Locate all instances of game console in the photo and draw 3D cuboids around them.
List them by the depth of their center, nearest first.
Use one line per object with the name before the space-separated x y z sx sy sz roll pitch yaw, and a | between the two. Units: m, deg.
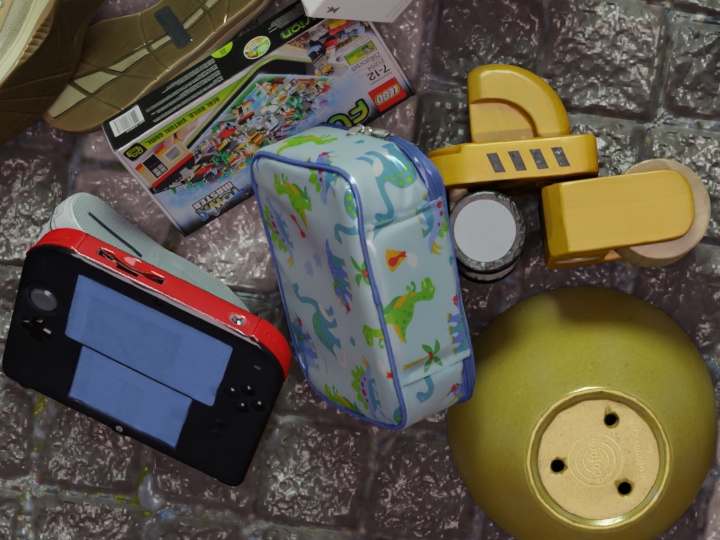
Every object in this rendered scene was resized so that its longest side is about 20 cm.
game console | -0.154 0.064 1.504 0.200 0.031 0.177 26 136 2

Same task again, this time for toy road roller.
toy road roller | 0.139 -0.072 1.492 0.199 0.123 0.147 -5 86 3

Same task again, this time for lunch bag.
lunch bag | 0.000 0.000 1.472 0.082 0.161 0.201 -23 110 -28

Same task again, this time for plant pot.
plant pot | 0.162 0.118 1.501 0.199 0.142 0.201 0 96 1

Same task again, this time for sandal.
sandal | -0.139 -0.156 1.518 0.200 0.054 0.080 -33 59 3

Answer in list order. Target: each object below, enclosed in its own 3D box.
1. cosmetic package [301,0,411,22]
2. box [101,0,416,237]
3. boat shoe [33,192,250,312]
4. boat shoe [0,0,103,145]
cosmetic package | -0.017 -0.277 1.427 0.108 0.085 0.200 -43 62 39
box | -0.070 -0.115 1.501 0.200 0.035 0.110 -32 138 5
boat shoe | -0.150 0.026 1.543 0.200 0.074 0.067 43 125 -6
boat shoe | -0.233 -0.172 1.472 0.063 0.073 0.201 45 121 22
